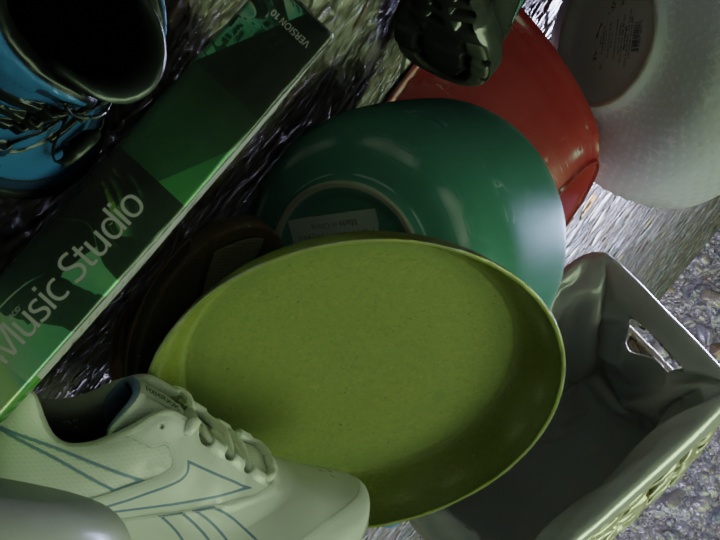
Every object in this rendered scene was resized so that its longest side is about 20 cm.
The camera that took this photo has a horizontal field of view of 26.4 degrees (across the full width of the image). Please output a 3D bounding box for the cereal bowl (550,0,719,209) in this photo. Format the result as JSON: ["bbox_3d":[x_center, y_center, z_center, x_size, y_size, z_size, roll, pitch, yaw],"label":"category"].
[{"bbox_3d":[0.189,-0.146,1.002,0.083,0.201,0.201,10,124,-33],"label":"cereal bowl"}]

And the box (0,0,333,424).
[{"bbox_3d":[-0.096,-0.012,0.577,0.200,0.036,0.144,-51,-174,-11],"label":"box"}]

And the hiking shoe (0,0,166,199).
[{"bbox_3d":[-0.096,-0.062,0.435,0.074,0.086,0.200,-48,165,-17],"label":"hiking shoe"}]

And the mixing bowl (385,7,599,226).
[{"bbox_3d":[0.080,-0.061,0.965,0.200,0.108,0.200,-49,165,-18],"label":"mixing bowl"}]

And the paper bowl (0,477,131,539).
[{"bbox_3d":[-0.152,0.120,0.506,0.201,0.199,0.105,36,63,-76],"label":"paper bowl"}]

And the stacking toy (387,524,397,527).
[{"bbox_3d":[-0.008,0.139,1.139,0.117,0.109,0.200,-55,170,12],"label":"stacking toy"}]

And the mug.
[{"bbox_3d":[0.010,0.002,0.801,0.186,0.152,0.114,-58,162,23],"label":"mug"}]

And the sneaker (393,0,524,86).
[{"bbox_3d":[0.054,-0.164,0.740,0.080,0.075,0.200,-63,175,-16],"label":"sneaker"}]

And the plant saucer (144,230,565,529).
[{"bbox_3d":[-0.003,0.050,0.723,0.031,0.198,0.201,-100,-152,-46],"label":"plant saucer"}]

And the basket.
[{"bbox_3d":[0.118,0.111,0.960,0.199,0.136,0.124,-38,157,-11],"label":"basket"}]

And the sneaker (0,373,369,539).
[{"bbox_3d":[-0.081,0.094,0.683,0.198,0.075,0.088,8,109,-27],"label":"sneaker"}]

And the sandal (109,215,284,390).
[{"bbox_3d":[-0.090,0.041,0.765,0.081,0.055,0.201,-20,149,-28],"label":"sandal"}]
